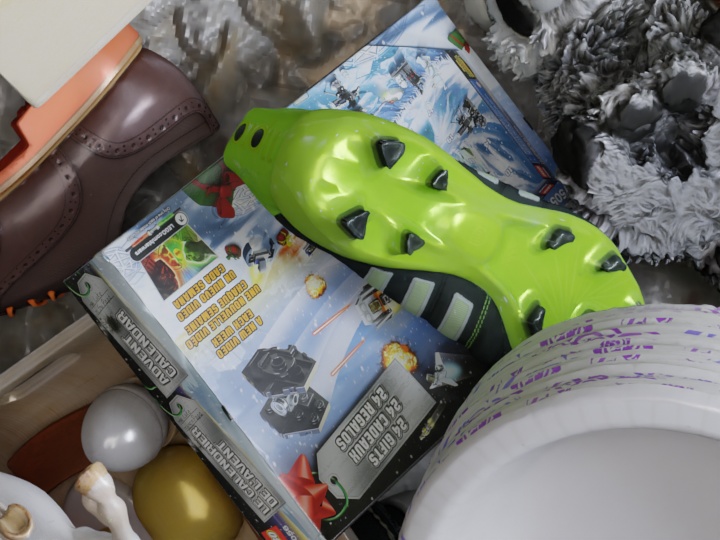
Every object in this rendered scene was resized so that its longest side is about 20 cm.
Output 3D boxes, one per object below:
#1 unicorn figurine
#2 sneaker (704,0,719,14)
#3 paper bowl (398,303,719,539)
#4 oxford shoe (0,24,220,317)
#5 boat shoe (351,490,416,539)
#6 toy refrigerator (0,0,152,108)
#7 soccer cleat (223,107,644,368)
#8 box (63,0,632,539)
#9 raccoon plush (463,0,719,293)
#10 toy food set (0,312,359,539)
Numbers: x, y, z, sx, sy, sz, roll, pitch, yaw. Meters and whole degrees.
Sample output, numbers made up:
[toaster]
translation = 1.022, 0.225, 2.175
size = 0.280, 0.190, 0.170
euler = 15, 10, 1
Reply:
[unicorn figurine]
translation = -0.130, 0.109, 1.017
size = 0.074, 0.138, 0.200
euler = -29, 61, -18
[sneaker]
translation = 0.187, -0.107, 1.058
size = 0.080, 0.071, 0.200
euler = -27, 74, -8
[paper bowl]
translation = 0.119, 0.103, 0.968
size = 0.200, 0.104, 0.201
euler = 9, 122, 15
[oxford shoe]
translation = -0.137, -0.005, 1.084
size = 0.072, 0.071, 0.200
euler = 39, 94, -10
[boat shoe]
translation = 0.017, 0.192, 1.093
size = 0.060, 0.076, 0.201
euler = -12, 84, -29
[toy refrigerator]
translation = -0.062, -0.154, 0.936
size = 0.200, 0.076, 0.070
euler = -42, 101, 11
[soccer cleat]
translation = 0.034, -0.009, 1.004
size = 0.200, 0.081, 0.068
euler = 33, 84, -40
[box]
translation = 0.000, 0.000, 1.044
size = 0.200, 0.040, 0.137
euler = -40, 94, -36
[raccoon plush]
translation = 0.108, -0.054, 1.092
size = 0.096, 0.134, 0.200
euler = -24, 129, -8
[toy food set]
translation = -0.079, 0.119, 1.059
size = 0.143, 0.060, 0.200
euler = -33, 90, 37
